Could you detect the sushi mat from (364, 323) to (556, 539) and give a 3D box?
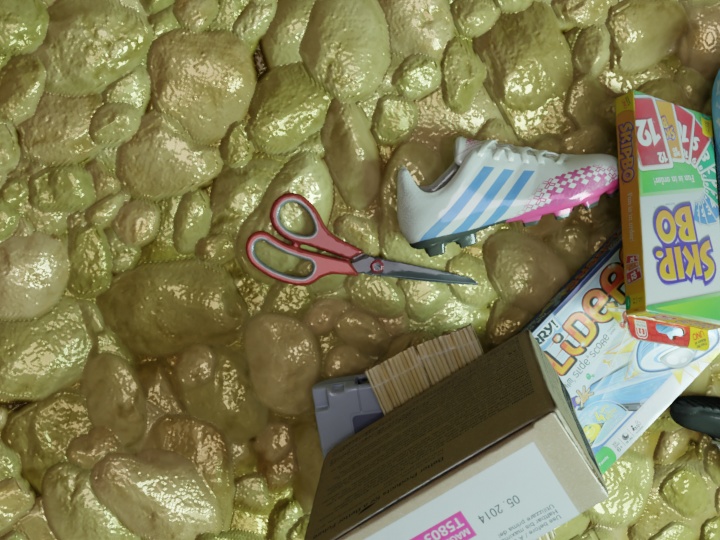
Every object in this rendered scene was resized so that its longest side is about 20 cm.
[{"bbox_3d":[0.083,0.149,0.738,0.094,0.012,0.202,-21,101,10],"label":"sushi mat"}]

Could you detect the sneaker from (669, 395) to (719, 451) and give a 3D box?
[{"bbox_3d":[0.358,0.166,0.788,0.197,0.074,0.090,16,92,-6],"label":"sneaker"}]

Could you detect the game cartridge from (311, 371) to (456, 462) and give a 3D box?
[{"bbox_3d":[0.066,0.146,0.763,0.197,0.041,0.135,-8,99,5],"label":"game cartridge"}]

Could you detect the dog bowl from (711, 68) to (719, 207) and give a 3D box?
[{"bbox_3d":[0.354,-0.101,0.766,0.110,0.049,0.204,-9,97,-18],"label":"dog bowl"}]

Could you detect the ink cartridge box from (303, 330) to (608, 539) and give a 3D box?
[{"bbox_3d":[0.063,0.145,0.647,0.199,0.165,0.076,-33,100,12],"label":"ink cartridge box"}]

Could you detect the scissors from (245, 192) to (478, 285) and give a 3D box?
[{"bbox_3d":[0.000,0.000,0.775,0.198,0.014,0.074,24,91,-8],"label":"scissors"}]

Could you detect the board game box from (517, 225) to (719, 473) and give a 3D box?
[{"bbox_3d":[0.229,0.058,0.786,0.135,0.034,0.200,43,91,-7],"label":"board game box"}]

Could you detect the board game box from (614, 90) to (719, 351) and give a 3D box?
[{"bbox_3d":[0.253,-0.040,0.736,0.094,0.030,0.204,10,75,-28],"label":"board game box"}]

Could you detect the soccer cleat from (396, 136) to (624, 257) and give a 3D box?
[{"bbox_3d":[0.123,-0.077,0.747,0.197,0.070,0.088,-17,97,-3],"label":"soccer cleat"}]
